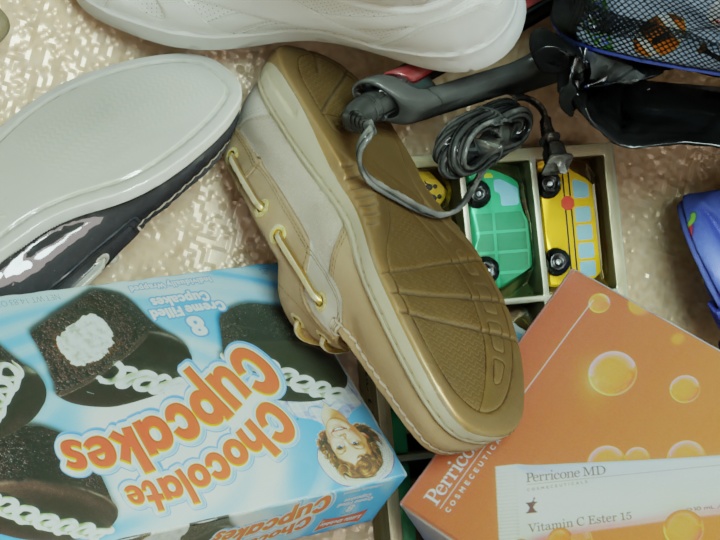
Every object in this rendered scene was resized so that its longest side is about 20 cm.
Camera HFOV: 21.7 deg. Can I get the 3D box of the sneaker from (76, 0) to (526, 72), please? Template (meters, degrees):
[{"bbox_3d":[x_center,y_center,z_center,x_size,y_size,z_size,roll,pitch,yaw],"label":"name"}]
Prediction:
[{"bbox_3d":[-0.041,-0.136,0.736,0.199,0.116,0.074,8,73,19],"label":"sneaker"}]

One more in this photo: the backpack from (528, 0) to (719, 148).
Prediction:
[{"bbox_3d":[0.191,-0.138,0.756,0.190,0.200,0.154,20,126,15],"label":"backpack"}]

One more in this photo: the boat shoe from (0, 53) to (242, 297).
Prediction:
[{"bbox_3d":[-0.130,-0.017,0.773,0.200,0.074,0.060,-38,143,-21],"label":"boat shoe"}]

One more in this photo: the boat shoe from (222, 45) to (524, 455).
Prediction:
[{"bbox_3d":[0.000,0.000,0.770,0.074,0.069,0.200,10,43,-43],"label":"boat shoe"}]

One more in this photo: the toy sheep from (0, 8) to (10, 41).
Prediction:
[{"bbox_3d":[-0.206,-0.158,0.725,0.138,0.138,0.200,-50,131,-12],"label":"toy sheep"}]

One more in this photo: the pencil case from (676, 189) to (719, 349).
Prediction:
[{"bbox_3d":[0.238,-0.024,0.824,0.200,0.087,0.078,-21,132,20],"label":"pencil case"}]

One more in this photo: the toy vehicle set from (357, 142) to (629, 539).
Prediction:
[{"bbox_3d":[0.062,0.046,0.844,0.124,0.027,0.201,-6,90,-16],"label":"toy vehicle set"}]

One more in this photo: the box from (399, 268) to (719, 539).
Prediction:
[{"bbox_3d":[0.137,0.111,0.745,0.200,0.098,0.125,30,75,28],"label":"box"}]

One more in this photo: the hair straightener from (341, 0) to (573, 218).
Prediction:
[{"bbox_3d":[0.066,-0.074,0.795,0.200,0.041,0.077,-30,82,-45],"label":"hair straightener"}]

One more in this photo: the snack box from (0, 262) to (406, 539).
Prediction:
[{"bbox_3d":[-0.090,0.060,0.729,0.200,0.037,0.116,-8,55,-39],"label":"snack box"}]
